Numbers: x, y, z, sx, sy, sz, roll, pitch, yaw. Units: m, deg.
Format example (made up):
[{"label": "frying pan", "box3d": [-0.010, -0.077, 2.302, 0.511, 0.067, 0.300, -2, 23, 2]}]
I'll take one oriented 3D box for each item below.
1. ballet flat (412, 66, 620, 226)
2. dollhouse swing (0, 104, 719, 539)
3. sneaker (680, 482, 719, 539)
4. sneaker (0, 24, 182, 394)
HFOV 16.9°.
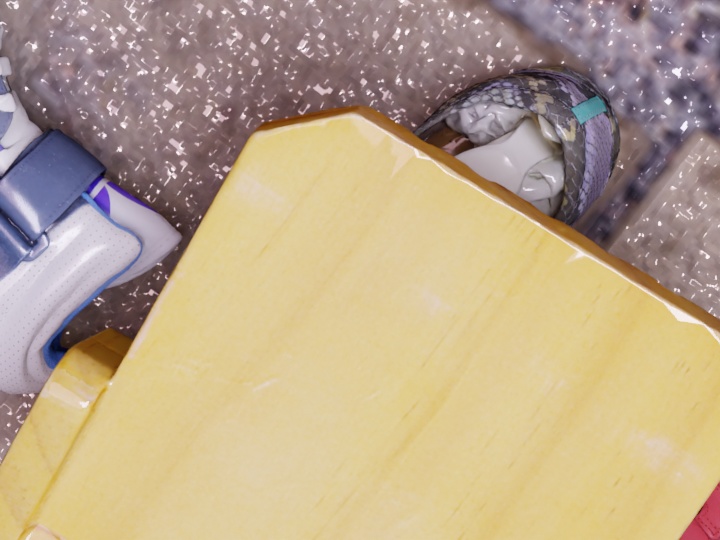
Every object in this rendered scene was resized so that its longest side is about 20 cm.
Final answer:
[{"label": "ballet flat", "box3d": [0.000, 0.000, 0.825, 0.200, 0.072, 0.072, -38, 91, 12]}, {"label": "dollhouse swing", "box3d": [0.009, 0.055, 0.781, 0.200, 0.182, 0.176, 31, 92, 0]}, {"label": "sneaker", "box3d": [0.114, 0.126, 0.823, 0.112, 0.071, 0.201, -26, 95, 8]}, {"label": "sneaker", "box3d": [-0.124, -0.056, 0.838, 0.146, 0.081, 0.201, 17, 96, -2]}]
